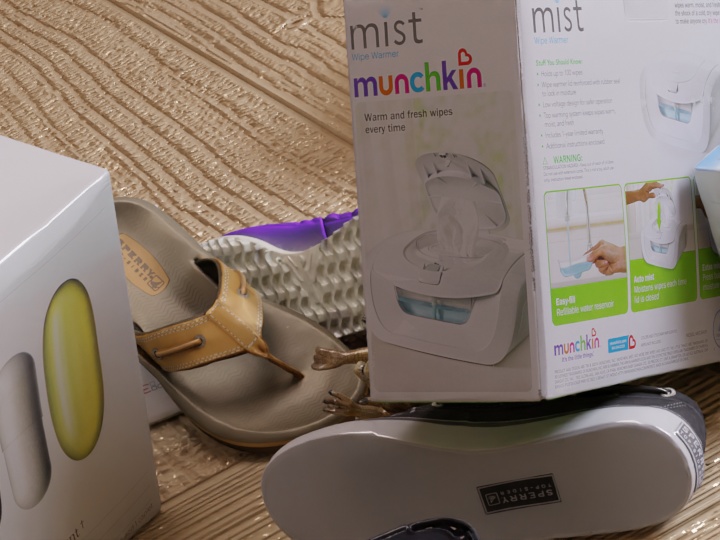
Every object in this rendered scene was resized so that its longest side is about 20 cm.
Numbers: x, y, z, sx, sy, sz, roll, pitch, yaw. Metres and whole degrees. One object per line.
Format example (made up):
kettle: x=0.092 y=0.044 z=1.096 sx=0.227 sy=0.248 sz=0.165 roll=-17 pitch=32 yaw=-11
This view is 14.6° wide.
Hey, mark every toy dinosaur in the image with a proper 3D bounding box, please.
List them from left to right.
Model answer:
toy dinosaur: x=0.046 y=0.050 z=1.333 sx=0.101 sy=0.059 sz=0.200 roll=2 pitch=11 yaw=37

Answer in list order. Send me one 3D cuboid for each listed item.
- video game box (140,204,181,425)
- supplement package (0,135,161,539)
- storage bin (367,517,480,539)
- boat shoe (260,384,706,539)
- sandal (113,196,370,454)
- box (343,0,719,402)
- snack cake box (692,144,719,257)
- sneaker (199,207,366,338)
video game box: x=-0.178 y=0.047 z=1.532 sx=0.181 sy=0.047 sz=0.200 roll=-19 pitch=24 yaw=-2
supplement package: x=-0.211 y=0.064 z=1.285 sx=0.147 sy=0.201 sz=0.191 roll=17 pitch=42 yaw=29
storage bin: x=0.010 y=0.187 z=1.008 sx=0.135 sy=0.094 sz=0.200 roll=-23 pitch=24 yaw=-2
boat shoe: x=0.057 y=0.081 z=1.231 sx=0.199 sy=0.070 sz=0.066 roll=-11 pitch=18 yaw=22
sandal: x=-0.080 y=0.022 z=1.409 sx=0.080 sy=0.054 sz=0.200 roll=-42 pitch=60 yaw=-14
box: x=0.092 y=-0.040 z=1.237 sx=0.096 sy=0.177 sz=0.200 roll=-3 pitch=4 yaw=36
snack cake box: x=0.245 y=-0.045 z=1.278 sx=0.067 sy=0.115 sz=0.200 roll=6 pitch=36 yaw=46
sneaker: x=0.000 y=0.001 z=1.461 sx=0.099 sy=0.070 sz=0.200 roll=-17 pitch=6 yaw=-44
